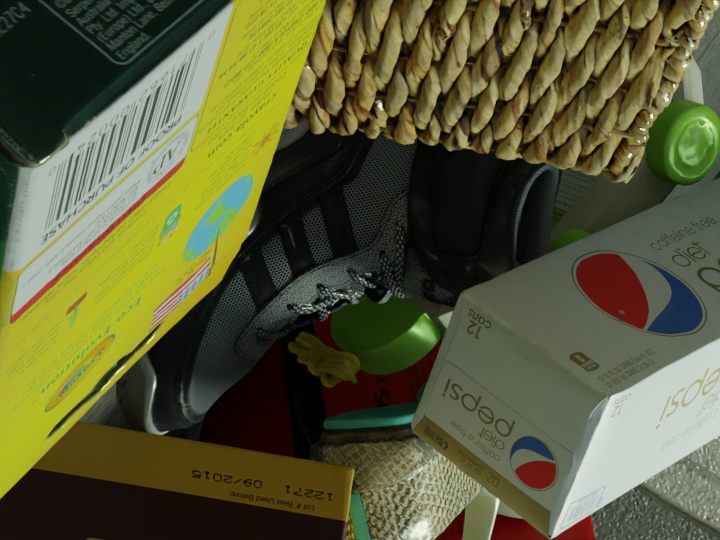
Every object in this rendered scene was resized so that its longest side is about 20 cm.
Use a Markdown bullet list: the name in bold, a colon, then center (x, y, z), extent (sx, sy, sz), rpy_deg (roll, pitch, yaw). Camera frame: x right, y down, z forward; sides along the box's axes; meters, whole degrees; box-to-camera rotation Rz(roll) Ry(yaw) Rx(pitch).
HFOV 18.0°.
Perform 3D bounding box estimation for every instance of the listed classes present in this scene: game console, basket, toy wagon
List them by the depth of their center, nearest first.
- **basket**: center (0.035, -0.134, 0.677), extent (0.200, 0.148, 0.144), rpy_deg (105, -8, -67)
- **toy wagon**: center (0.050, -0.025, 0.924), extent (0.200, 0.155, 0.040), rpy_deg (-49, 128, -12)
- **game console**: center (0.010, 0.105, 1.004), extent (0.171, 0.201, 0.119), rpy_deg (-9, 142, 0)

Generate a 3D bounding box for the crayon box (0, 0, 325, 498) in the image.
- **crayon box**: center (-0.074, -0.023, 0.606), extent (0.127, 0.051, 0.200), rpy_deg (-45, 168, -33)

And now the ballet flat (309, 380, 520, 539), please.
- **ballet flat**: center (0.043, 0.072, 0.891), extent (0.067, 0.076, 0.200), rpy_deg (-6, -171, 29)

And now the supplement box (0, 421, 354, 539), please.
- **supplement box**: center (-0.090, 0.184, 0.801), extent (0.198, 0.132, 0.201), rpy_deg (108, -9, -65)

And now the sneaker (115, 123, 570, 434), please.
- **sneaker**: center (0.000, 0.000, 0.834), extent (0.200, 0.114, 0.075), rpy_deg (-53, 164, 6)

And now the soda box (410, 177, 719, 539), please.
- **soda box**: center (0.108, 0.024, 0.832), extent (0.199, 0.068, 0.064), rpy_deg (-21, 139, -49)
